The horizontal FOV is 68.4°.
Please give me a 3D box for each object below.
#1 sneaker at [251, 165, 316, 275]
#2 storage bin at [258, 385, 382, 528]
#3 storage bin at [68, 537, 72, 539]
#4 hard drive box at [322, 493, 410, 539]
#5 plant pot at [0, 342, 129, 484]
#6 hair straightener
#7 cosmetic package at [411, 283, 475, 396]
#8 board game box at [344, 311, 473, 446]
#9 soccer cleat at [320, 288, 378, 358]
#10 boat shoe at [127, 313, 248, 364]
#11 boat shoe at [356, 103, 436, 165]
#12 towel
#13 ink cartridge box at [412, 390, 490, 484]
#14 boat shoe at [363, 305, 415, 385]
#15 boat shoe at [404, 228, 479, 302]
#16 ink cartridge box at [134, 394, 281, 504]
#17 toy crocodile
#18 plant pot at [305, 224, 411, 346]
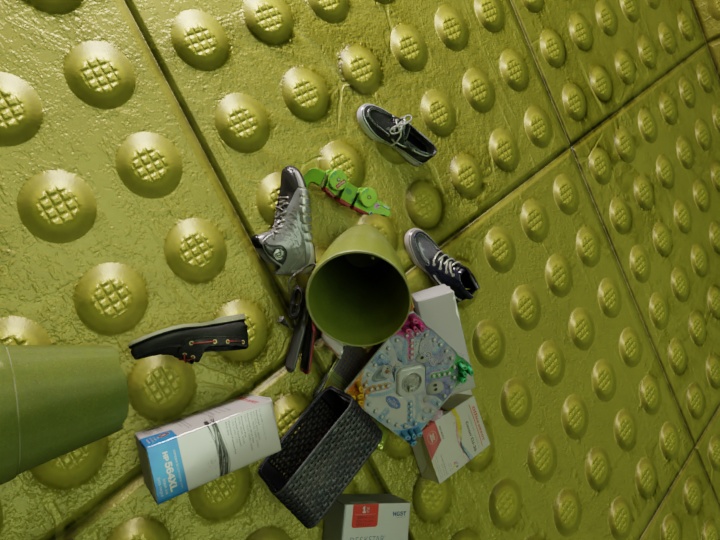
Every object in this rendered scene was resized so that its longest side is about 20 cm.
[{"bbox_3d":[-0.151,-0.090,0.980,0.112,0.074,0.208,-10,90,-29],"label":"sneaker"},{"bbox_3d":[-0.070,0.319,0.927,0.094,0.134,0.201,48,71,-17],"label":"storage bin"},{"bbox_3d":[-0.409,0.494,0.683,0.091,0.198,0.207,-18,93,-13],"label":"storage bin"},{"bbox_3d":[0.006,0.536,0.992,0.151,0.076,0.208,11,78,-30],"label":"hard drive box"},{"bbox_3d":[-0.429,0.181,0.727,0.186,0.197,0.208,-4,85,-42],"label":"plant pot"},{"bbox_3d":[-0.112,0.087,0.974,0.075,0.040,0.208,9,94,-35],"label":"hair straightener"},{"bbox_3d":[0.171,0.143,1.104,0.082,0.108,0.207,-15,94,1],"label":"cosmetic package"},{"bbox_3d":[0.098,0.213,1.006,0.199,0.026,0.201,40,92,-26],"label":"board game box"},{"bbox_3d":[0.012,0.102,1.043,0.196,0.069,0.086,-24,63,-27],"label":"soccer cleat"},{"bbox_3d":[-0.277,0.120,0.875,0.196,0.073,0.065,-7,79,-36],"label":"boat shoe"},{"bbox_3d":[0.083,-0.299,1.147,0.197,0.067,0.075,35,67,-22],"label":"boat shoe"},{"bbox_3d":[0.006,0.247,1.059,0.200,0.023,0.145,44,64,-19],"label":"towel"},{"bbox_3d":[0.203,0.345,1.138,0.196,0.067,0.120,-24,96,-31],"label":"ink cartridge box"},{"bbox_3d":[0.064,0.154,1.075,0.202,0.069,0.071,-56,130,-36],"label":"boat shoe"},{"bbox_3d":[0.183,-0.015,1.157,0.201,0.092,0.075,49,63,-16],"label":"boat shoe"},{"bbox_3d":[-0.241,0.271,0.836,0.195,0.145,0.087,-13,89,-30],"label":"ink cartridge box"},{"bbox_3d":[-0.025,-0.153,1.067,0.196,0.067,0.063,26,90,-23],"label":"toy crocodile"},{"bbox_3d":[0.000,0.000,0.984,0.186,0.186,0.202,41,24,-19],"label":"plant pot"}]
